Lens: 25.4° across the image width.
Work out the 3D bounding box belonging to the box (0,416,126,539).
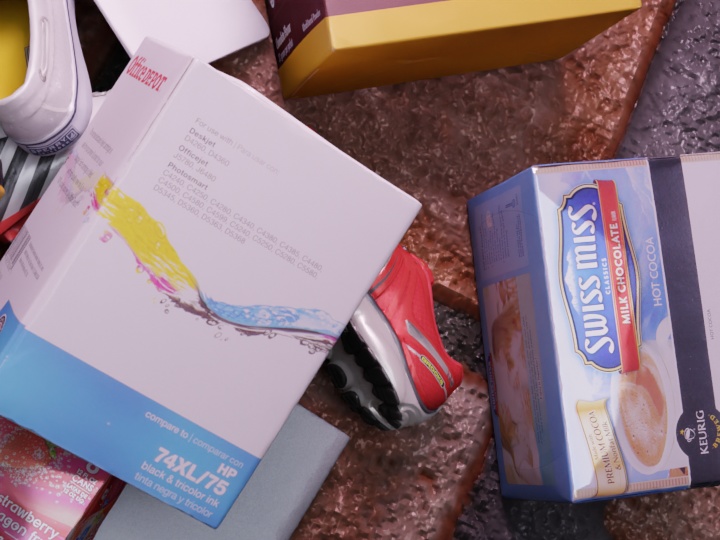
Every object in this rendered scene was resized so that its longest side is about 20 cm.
[{"bbox_3d":[-0.235,0.095,0.874,0.200,0.100,0.095,33,77,3],"label":"box"}]

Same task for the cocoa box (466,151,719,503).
[{"bbox_3d":[0.154,0.037,0.984,0.131,0.133,0.200,-5,85,-14],"label":"cocoa box"}]

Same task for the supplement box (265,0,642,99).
[{"bbox_3d":[0.039,-0.228,0.984,0.197,0.133,0.200,-10,86,-15],"label":"supplement box"}]

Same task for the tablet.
[{"bbox_3d":[-0.140,-0.211,0.959,0.200,0.014,0.130,57,37,-2],"label":"tablet"}]

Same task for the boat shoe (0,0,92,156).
[{"bbox_3d":[-0.212,-0.164,0.902,0.075,0.086,0.202,-22,63,12],"label":"boat shoe"}]

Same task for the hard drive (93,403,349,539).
[{"bbox_3d":[-0.116,0.146,0.953,0.140,0.033,0.200,34,76,-9],"label":"hard drive"}]

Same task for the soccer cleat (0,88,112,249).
[{"bbox_3d":[-0.186,-0.076,0.943,0.200,0.069,0.085,-37,98,-11],"label":"soccer cleat"}]

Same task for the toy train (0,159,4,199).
[{"bbox_3d":[-0.272,-0.072,0.823,0.200,0.114,0.085,31,113,-34],"label":"toy train"}]

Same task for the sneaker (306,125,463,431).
[{"bbox_3d":[0.000,0.000,0.992,0.085,0.077,0.200,-25,91,-36],"label":"sneaker"}]

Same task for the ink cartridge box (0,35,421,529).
[{"bbox_3d":[-0.096,0.000,0.849,0.146,0.147,0.200,32,91,-20],"label":"ink cartridge box"}]
